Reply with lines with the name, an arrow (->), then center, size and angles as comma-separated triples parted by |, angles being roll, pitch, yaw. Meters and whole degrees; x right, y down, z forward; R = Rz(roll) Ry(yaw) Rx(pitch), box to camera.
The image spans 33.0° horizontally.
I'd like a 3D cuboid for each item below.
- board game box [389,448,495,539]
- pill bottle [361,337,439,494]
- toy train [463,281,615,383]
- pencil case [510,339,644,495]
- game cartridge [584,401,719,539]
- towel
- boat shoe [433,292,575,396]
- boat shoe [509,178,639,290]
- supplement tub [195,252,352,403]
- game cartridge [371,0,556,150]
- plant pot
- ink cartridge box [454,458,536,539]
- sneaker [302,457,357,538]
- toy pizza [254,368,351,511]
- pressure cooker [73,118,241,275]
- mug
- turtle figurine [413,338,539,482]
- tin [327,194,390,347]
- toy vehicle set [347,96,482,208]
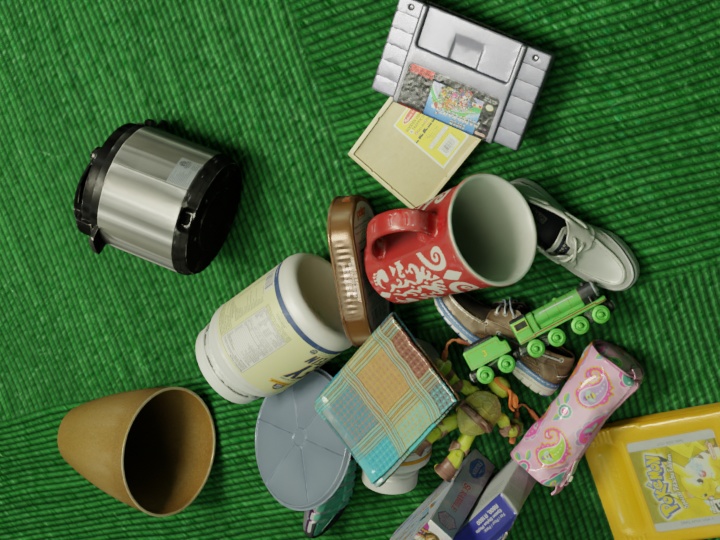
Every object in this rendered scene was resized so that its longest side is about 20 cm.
board game box -> 0.082, 0.355, 1.629 | 0.041, 0.199, 0.200 | 41, 120, 4
pill bottle -> 0.046, 0.196, 1.637 | 0.109, 0.109, 0.201 | 12, 112, 19
toy train -> 0.218, 0.076, 1.503 | 0.200, 0.042, 0.057 | -29, 88, 7
pencil case -> 0.275, 0.185, 1.537 | 0.087, 0.087, 0.200 | 34, 109, 8
game cartridge -> 0.400, 0.267, 1.556 | 0.200, 0.032, 0.177 | -16, 102, 26
towel -> 0.029, 0.168, 1.552 | 0.147, 0.022, 0.200 | 52, 129, 17
boat shoe -> 0.188, 0.073, 1.561 | 0.200, 0.072, 0.072 | 36, 114, -4
boat shoe -> 0.249, -0.035, 1.491 | 0.200, 0.065, 0.074 | 33, 118, 9
supplement tub -> -0.113, 0.082, 1.644 | 0.200, 0.145, 0.145 | -35, 93, 29
game cartridge -> 0.121, -0.237, 1.462 | 0.200, 0.038, 0.130 | 25, 112, 13
plant pot -> -0.352, 0.257, 1.805 | 0.200, 0.186, 0.187 | 2, 110, 36
ink cartridge box -> 0.149, 0.338, 1.594 | 0.041, 0.200, 0.200 | 42, 118, 4
sneaker -> -0.055, 0.285, 1.748 | 0.087, 0.074, 0.200 | 32, 113, 31
toy pizza -> -0.075, 0.234, 1.698 | 0.200, 0.032, 0.201 | -11, 74, 44
pressure cooker -> -0.278, -0.105, 1.630 | 0.199, 0.176, 0.179 | 21, 112, 11
mug -> 0.086, -0.042, 1.483 | 0.177, 0.134, 0.200 | 38, 151, -20
turtle figurine -> 0.149, 0.197, 1.572 | 0.200, 0.064, 0.161 | 42, 91, -20
tin -> 0.000, 0.000, 1.582 | 0.042, 0.112, 0.201 | -7, 101, 15
toy vehicle set -> 0.088, -0.181, 1.529 | 0.124, 0.027, 0.200 | 42, 119, 4
